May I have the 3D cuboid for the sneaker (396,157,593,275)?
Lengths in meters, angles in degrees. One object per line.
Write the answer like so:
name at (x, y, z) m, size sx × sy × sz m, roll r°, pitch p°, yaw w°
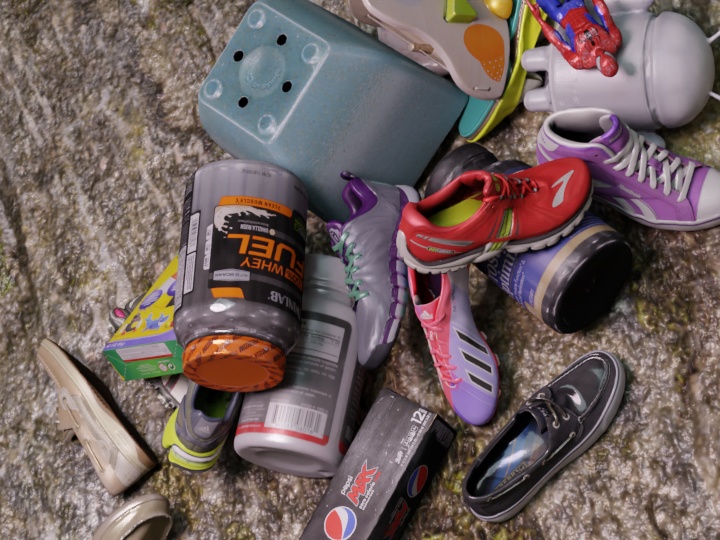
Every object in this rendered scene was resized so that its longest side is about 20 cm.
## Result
sneaker at (0.126, -0.060, 1.565) m, size 0.199 × 0.085 × 0.077 m, roll -23°, pitch 52°, yaw -14°

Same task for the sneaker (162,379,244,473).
sneaker at (-0.137, 0.104, 1.720) m, size 0.074 × 0.081 × 0.201 m, roll 22°, pitch 48°, yaw -12°

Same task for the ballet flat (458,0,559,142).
ballet flat at (0.163, -0.222, 1.772) m, size 0.067 × 0.067 × 0.201 m, roll 38°, pitch 113°, yaw 62°

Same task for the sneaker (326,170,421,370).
sneaker at (0.000, 0.000, 1.668) m, size 0.087 × 0.074 × 0.201 m, roll 17°, pitch 58°, yaw -13°

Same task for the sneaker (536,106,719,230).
sneaker at (0.262, -0.099, 1.628) m, size 0.199 × 0.114 × 0.073 m, roll 14°, pitch 71°, yaw 9°

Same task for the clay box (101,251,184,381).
clay box at (-0.165, 0.025, 1.754) m, size 0.115 × 0.048 × 0.200 m, roll -11°, pitch 35°, yaw 39°

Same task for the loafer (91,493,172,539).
loafer at (-0.246, 0.314, 1.724) m, size 0.068 × 0.076 × 0.200 m, roll 39°, pitch 96°, yaw 32°

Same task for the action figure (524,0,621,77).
action figure at (0.197, -0.255, 1.659) m, size 0.065 × 0.052 × 0.200 m, roll -31°, pitch 55°, yaw 3°

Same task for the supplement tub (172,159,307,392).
supplement tub at (-0.114, 0.006, 1.639) m, size 0.122 × 0.123 × 0.201 m, roll -9°, pitch 63°, yaw 21°

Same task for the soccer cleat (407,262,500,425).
soccer cleat at (0.082, 0.055, 1.641) m, size 0.066 × 0.076 × 0.201 m, roll -4°, pitch 100°, yaw 39°

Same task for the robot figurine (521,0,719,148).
robot figurine at (0.261, -0.193, 1.692) m, size 0.199 × 0.113 × 0.171 m, roll -2°, pitch 103°, yaw 25°

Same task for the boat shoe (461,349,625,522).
boat shoe at (0.167, 0.148, 1.607) m, size 0.200 × 0.066 × 0.070 m, roll -45°, pitch 57°, yaw 1°

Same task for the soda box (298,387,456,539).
soda box at (0.010, 0.219, 1.650) m, size 0.071 × 0.063 × 0.201 m, roll 23°, pitch 78°, yaw 32°

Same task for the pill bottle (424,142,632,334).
pill bottle at (0.158, -0.037, 1.670) m, size 0.112 × 0.112 × 0.200 m, roll -48°, pitch 57°, yaw -2°

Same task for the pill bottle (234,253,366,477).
pill bottle at (-0.051, 0.094, 1.706) m, size 0.113 × 0.114 × 0.201 m, roll 2°, pitch 68°, yaw 26°

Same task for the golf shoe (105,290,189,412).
golf shoe at (-0.187, 0.093, 1.795) m, size 0.088 × 0.077 × 0.200 m, roll -36°, pitch 58°, yaw -5°

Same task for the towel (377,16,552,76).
towel at (0.108, -0.303, 1.863) m, size 0.199 × 0.032 × 0.192 m, roll -19°, pitch 61°, yaw 17°

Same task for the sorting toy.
sorting toy at (0.039, -0.270, 1.728) m, size 0.200 × 0.179 × 0.107 m, roll 40°, pitch 113°, yaw 42°

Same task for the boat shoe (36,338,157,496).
boat shoe at (-0.293, 0.153, 1.819) m, size 0.065 × 0.072 × 0.200 m, roll -43°, pitch 62°, yaw 0°

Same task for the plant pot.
plant pot at (-0.050, -0.169, 1.757) m, size 0.196 × 0.200 × 0.197 m, roll 35°, pitch 95°, yaw 32°
